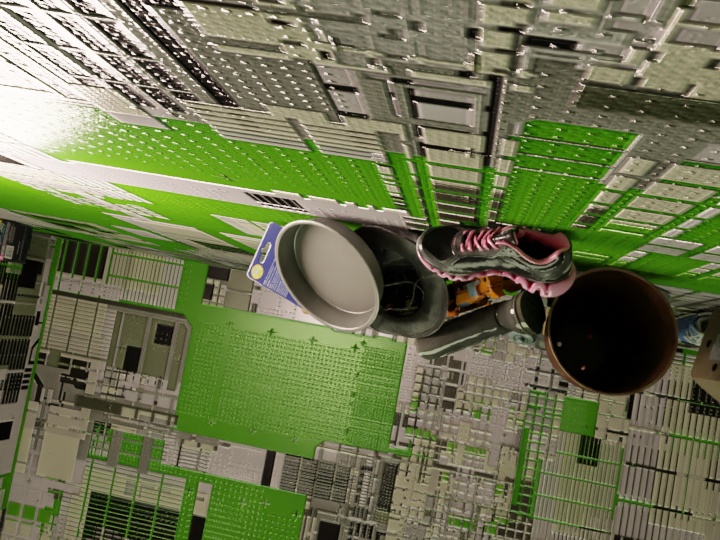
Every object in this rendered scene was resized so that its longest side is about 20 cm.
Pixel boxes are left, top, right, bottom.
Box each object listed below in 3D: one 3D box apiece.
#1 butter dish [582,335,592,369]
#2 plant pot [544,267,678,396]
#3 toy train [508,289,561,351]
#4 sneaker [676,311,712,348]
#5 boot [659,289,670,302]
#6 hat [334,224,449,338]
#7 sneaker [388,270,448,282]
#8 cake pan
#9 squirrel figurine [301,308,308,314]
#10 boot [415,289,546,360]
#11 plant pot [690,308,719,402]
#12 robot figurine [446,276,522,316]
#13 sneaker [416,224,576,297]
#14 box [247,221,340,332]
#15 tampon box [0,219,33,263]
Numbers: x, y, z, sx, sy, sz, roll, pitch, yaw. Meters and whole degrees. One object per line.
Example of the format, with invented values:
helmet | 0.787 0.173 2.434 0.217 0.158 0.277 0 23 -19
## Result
butter dish | 0.444 0.103 1.540 0.199 0.148 0.200 50 171 14
plant pot | 0.364 0.109 1.233 0.187 0.187 0.200 10 167 4
toy train | 0.324 0.071 1.386 0.114 0.085 0.200 12 145 16
sneaker | 0.683 0.110 1.571 0.077 0.076 0.200 34 170 -13
boot | 0.452 0.070 1.314 0.200 0.096 0.074 14 174 -41
hat | 0.062 0.005 1.238 0.200 0.201 0.081 8 -147 29
sneaker | 0.083 -0.009 1.321 0.200 0.076 0.079 9 178 29
cake pan | -0.045 0.003 1.222 0.200 0.200 0.037 7 -145 39
squirrel figurine | 0.000 0.000 1.480 0.186 0.142 0.200 -5 -177 33
boot | 0.176 0.087 1.215 0.200 0.073 0.182 -14 172 19
plant pot | 0.702 0.159 1.373 0.177 0.200 0.200 23 174 -7
robot figurine | 0.193 0.028 1.257 0.145 0.058 0.200 -14 172 -23
sneaker | 0.166 -0.030 0.971 0.200 0.079 0.095 9 154 12
box | -0.091 0.007 1.392 0.200 0.121 0.032 30 -158 7
tampon box | -1.360 -0.116 2.960 0.200 0.150 0.126 9 176 16
